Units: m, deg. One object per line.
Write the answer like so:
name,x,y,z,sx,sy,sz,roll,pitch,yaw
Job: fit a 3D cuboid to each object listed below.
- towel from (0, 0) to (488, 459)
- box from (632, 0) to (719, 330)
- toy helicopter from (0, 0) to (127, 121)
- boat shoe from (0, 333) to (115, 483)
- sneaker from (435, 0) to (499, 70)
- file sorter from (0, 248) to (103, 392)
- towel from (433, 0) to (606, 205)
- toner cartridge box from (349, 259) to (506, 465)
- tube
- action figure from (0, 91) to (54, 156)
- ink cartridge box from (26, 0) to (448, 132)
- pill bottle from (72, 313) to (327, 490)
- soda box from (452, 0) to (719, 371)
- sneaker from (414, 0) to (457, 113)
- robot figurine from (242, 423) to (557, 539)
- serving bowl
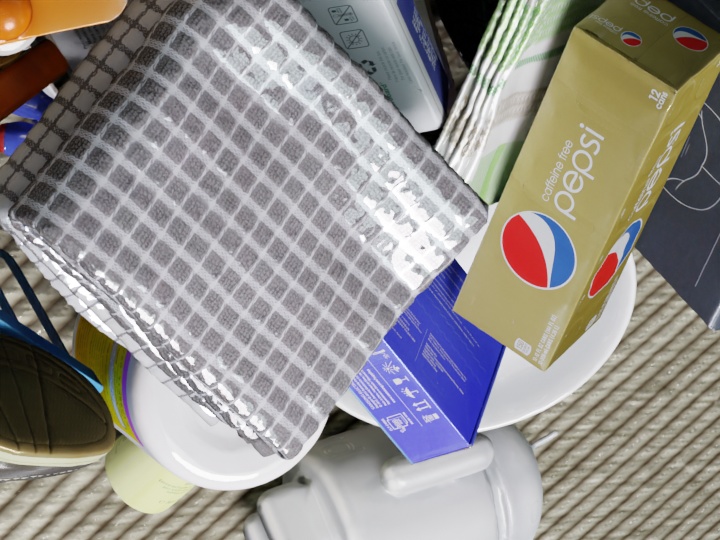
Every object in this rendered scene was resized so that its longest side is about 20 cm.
towel,-0.051,-0.028,1.203,0.200,0.085,0.166,44,73,-31
box,0.191,-0.095,1.422,0.107,0.200,0.149,-12,139,-35
toy helicopter,-0.129,-0.135,1.145,0.200,0.079,0.132,-35,-173,17
boat shoe,-0.207,0.070,1.213,0.200,0.072,0.066,8,136,-42
sneaker,0.094,-0.165,1.377,0.085,0.078,0.200,-19,141,-24
file sorter,-0.251,0.025,1.283,0.139,0.123,0.200,-40,143,8
towel,0.096,-0.112,1.331,0.149,0.031,0.201,-29,147,-58
toner cartridge box,0.000,0.000,1.403,0.043,0.095,0.200,-20,121,33
tube,-0.069,0.070,1.489,0.052,0.058,0.200,34,129,-21
action figure,-0.115,-0.044,1.265,0.199,0.099,0.065,1,140,-1
ink cartridge box,-0.080,-0.128,1.266,0.199,0.043,0.197,-9,139,17
pill bottle,-0.089,0.045,1.366,0.104,0.200,0.105,-3,98,-18
soda box,0.118,-0.047,1.373,0.068,0.064,0.200,-40,158,-47
sneaker,-0.014,-0.137,1.343,0.090,0.067,0.200,-23,143,-2
robot figurine,0.030,0.147,1.646,0.199,0.113,0.170,-16,163,-24
serving bowl,0.054,0.001,1.521,0.199,0.066,0.201,-5,130,-6
